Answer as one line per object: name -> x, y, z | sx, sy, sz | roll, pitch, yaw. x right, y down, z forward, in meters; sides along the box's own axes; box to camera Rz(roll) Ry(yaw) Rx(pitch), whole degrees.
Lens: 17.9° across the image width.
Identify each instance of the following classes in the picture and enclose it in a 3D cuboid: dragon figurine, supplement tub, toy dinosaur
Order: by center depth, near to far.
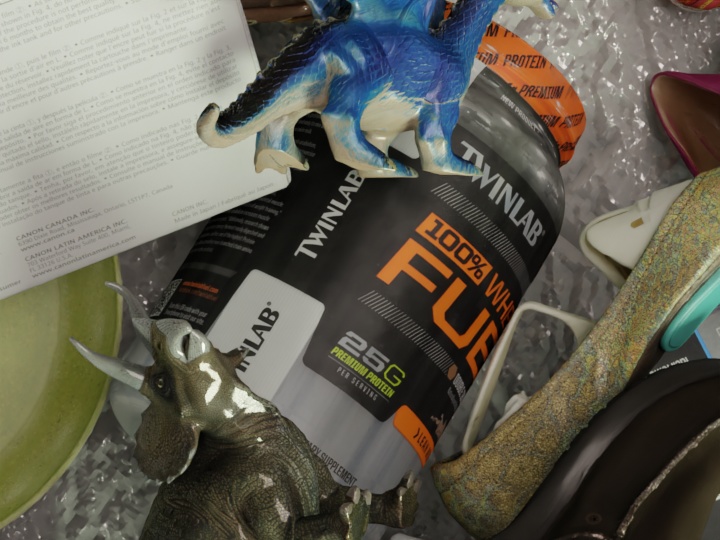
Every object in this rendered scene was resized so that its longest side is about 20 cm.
dragon figurine -> -0.001, -0.083, 0.787 | 0.199, 0.059, 0.100 | -1, 90, -50
toy dinosaur -> -0.041, 0.103, 0.794 | 0.077, 0.102, 0.202 | -32, 132, -60
supplement tub -> 0.000, 0.000, 0.893 | 0.122, 0.122, 0.201 | 35, 74, -14

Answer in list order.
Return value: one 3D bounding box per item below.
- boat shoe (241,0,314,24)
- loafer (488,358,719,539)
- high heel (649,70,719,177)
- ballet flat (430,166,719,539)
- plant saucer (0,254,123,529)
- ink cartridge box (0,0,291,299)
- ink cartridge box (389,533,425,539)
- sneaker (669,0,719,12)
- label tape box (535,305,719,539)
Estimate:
boat shoe -> -0.011, -0.127, 0.878 | 0.199, 0.072, 0.073 | -12, 113, -27
loafer -> 0.086, 0.112, 0.810 | 0.071, 0.073, 0.200 | 35, 63, 27
high heel -> 0.162, -0.030, 0.930 | 0.096, 0.200, 0.068 | 25, 105, -4
ballet flat -> 0.096, 0.019, 0.869 | 0.070, 0.071, 0.201 | 34, 98, -14
plant saucer -> -0.190, 0.012, 0.869 | 0.198, 0.031, 0.202 | 2, 85, -20
ink cartridge box -> -0.120, -0.081, 0.781 | 0.160, 0.050, 0.201 | -21, 135, -6
ink cartridge box -> 0.061, 0.195, 0.800 | 0.161, 0.050, 0.201 | 11, 47, 12
sneaker -> 0.173, -0.214, 1.006 | 0.072, 0.077, 0.202 | 7, 81, -18
label tape box -> 0.180, 0.112, 0.949 | 0.143, 0.063, 0.201 | -19, 79, -32
